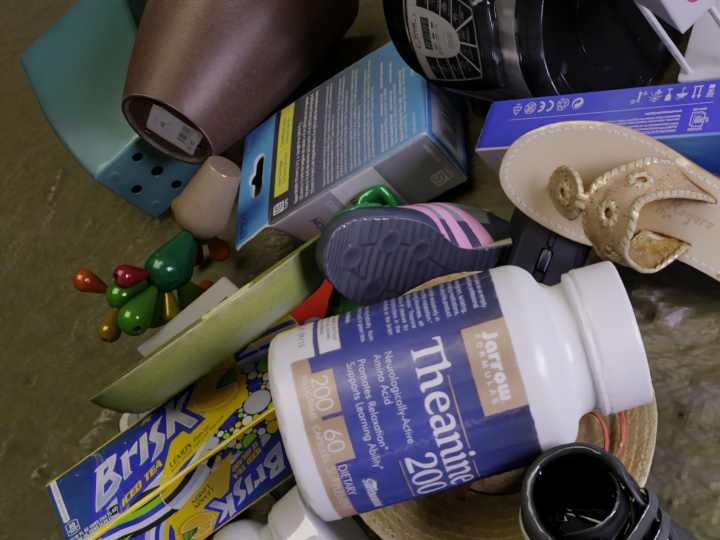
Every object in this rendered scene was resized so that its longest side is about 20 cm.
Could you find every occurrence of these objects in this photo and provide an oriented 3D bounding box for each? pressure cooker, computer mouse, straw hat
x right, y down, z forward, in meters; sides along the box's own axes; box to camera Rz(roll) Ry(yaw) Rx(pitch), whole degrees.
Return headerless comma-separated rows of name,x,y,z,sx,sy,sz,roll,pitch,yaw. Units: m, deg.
pressure cooker,0.114,-0.208,0.923,0.199,0.178,0.177,24,89,44
computer mouse,0.110,0.018,0.814,0.058,0.034,0.202,21,102,11
straw hat,0.084,0.106,0.782,0.199,0.085,0.203,-5,66,11

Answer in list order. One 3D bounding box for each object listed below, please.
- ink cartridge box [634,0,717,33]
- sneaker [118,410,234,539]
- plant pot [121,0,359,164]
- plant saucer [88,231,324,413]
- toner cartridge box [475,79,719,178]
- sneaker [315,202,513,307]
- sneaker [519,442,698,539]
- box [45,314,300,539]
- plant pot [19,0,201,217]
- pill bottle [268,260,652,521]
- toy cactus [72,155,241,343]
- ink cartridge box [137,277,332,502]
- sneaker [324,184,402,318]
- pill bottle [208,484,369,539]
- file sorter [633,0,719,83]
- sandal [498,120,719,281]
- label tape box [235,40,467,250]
ink cartridge box,0.207,-0.259,0.707,0.200,0.145,0.084,-44,44,8
sneaker,-0.118,0.135,0.961,0.116,0.075,0.200,-45,39,3
plant pot,-0.125,-0.202,1.116,0.186,0.187,0.201,2,55,43
plant saucer,-0.095,0.041,0.850,0.199,0.031,0.200,-36,3,2
toner cartridge box,0.184,-0.077,0.823,0.199,0.095,0.043,1,61,44
sneaker,0.036,-0.015,0.839,0.082,0.199,0.071,40,112,42
sneaker,0.157,0.160,0.631,0.199,0.099,0.071,33,79,28
box,-0.102,0.122,0.816,0.199,0.065,0.070,-35,42,-5
plant pot,-0.229,-0.162,1.243,0.141,0.141,0.201,-38,49,14
pill bottle,0.056,0.062,0.697,0.198,0.111,0.112,-17,46,5
toy cactus,-0.153,-0.026,1.034,0.166,0.102,0.200,-59,-8,26
ink cartridge box,-0.050,0.059,0.930,0.173,0.044,0.200,-41,43,-13
sneaker,0.000,0.000,0.894,0.074,0.084,0.200,-24,20,19
pill bottle,-0.082,0.237,0.817,0.200,0.112,0.112,-45,40,8
file sorter,0.292,-0.217,0.806,0.199,0.124,0.140,1,61,42
sandal,0.176,-0.032,0.731,0.210,0.070,0.078,24,106,14
label tape box,-0.010,-0.097,1.036,0.199,0.066,0.144,-30,39,28
